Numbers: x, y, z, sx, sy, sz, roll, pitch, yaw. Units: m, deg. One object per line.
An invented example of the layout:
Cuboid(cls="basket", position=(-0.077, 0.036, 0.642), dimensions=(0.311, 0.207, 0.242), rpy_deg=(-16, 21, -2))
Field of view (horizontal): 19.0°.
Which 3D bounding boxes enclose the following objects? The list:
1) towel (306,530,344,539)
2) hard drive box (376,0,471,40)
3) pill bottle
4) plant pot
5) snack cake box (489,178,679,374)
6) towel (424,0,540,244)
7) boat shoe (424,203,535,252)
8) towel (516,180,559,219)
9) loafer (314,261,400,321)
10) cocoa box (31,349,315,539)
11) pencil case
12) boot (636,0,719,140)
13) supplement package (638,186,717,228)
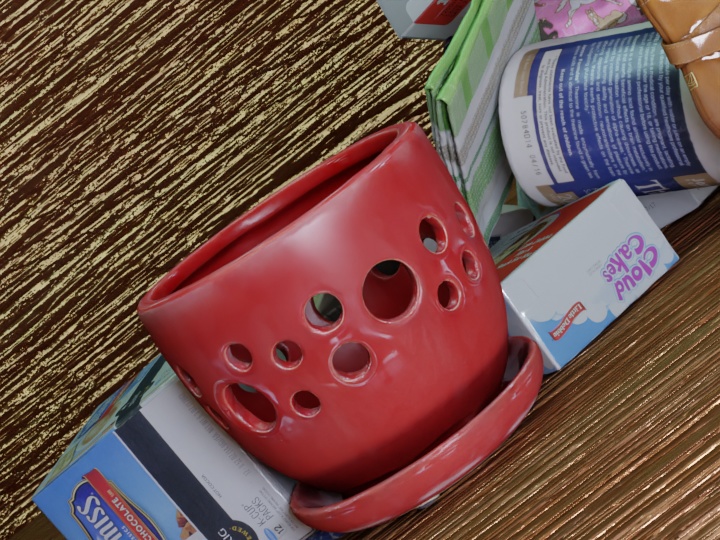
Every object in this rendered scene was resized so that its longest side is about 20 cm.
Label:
Cuboid(cls="towel", position=(-0.016, 0.148, 1.414), dimensions=(0.200, 0.024, 0.145), rpy_deg=(-35, 6, 46))
Cuboid(cls="hard drive box", position=(0.121, -0.248, 1.621), dimensions=(0.199, 0.077, 0.156), rpy_deg=(-3, -33, -47))
Cuboid(cls="pill bottle", position=(0.199, -0.106, 1.385), dimensions=(0.199, 0.111, 0.111), rpy_deg=(-7, 21, 32))
Cuboid(cls="plant pot", position=(-0.002, 0.038, 1.267), dimensions=(0.200, 0.183, 0.200), rpy_deg=(-34, 11, 7))
Cuboid(cls="snack cake box", position=(0.111, 0.018, 1.410), dimensions=(0.115, 0.067, 0.200), rpy_deg=(-39, 3, -20))
Cuboid(cls="towel", position=(0.083, -0.118, 1.435), dimensions=(0.200, 0.031, 0.150), rpy_deg=(74, -145, -59))
Cuboid(cls="boat shoe", position=(0.044, -0.024, 1.558), dimensions=(0.092, 0.075, 0.200), rpy_deg=(10, 3, 31))
Cuboid(cls="towel", position=(0.188, -0.113, 1.704), dimensions=(0.200, 0.048, 0.172), rpy_deg=(-46, -35, -32))
Cuboid(cls="loafer", position=(0.000, 0.000, 1.432), dimensions=(0.068, 0.075, 0.201), rpy_deg=(-97, 15, -47))
Cuboid(cls="cocoa box", position=(-0.106, 0.127, 1.399), dimensions=(0.131, 0.134, 0.200), rpy_deg=(-39, 7, 13))
Cuboid(cls="pencil case", position=(0.161, -0.191, 1.573), dimensions=(0.200, 0.087, 0.083), rpy_deg=(-34, -10, 9))
Cuboid(cls="boot", position=(0.264, -0.150, 1.262), dimensions=(0.200, 0.155, 0.077), rpy_deg=(-40, 4, -18))
Cuboid(cls="supplement package", position=(0.230, -0.119, 1.572), dimensions=(0.200, 0.110, 0.114), rpy_deg=(-41, 5, -39))
